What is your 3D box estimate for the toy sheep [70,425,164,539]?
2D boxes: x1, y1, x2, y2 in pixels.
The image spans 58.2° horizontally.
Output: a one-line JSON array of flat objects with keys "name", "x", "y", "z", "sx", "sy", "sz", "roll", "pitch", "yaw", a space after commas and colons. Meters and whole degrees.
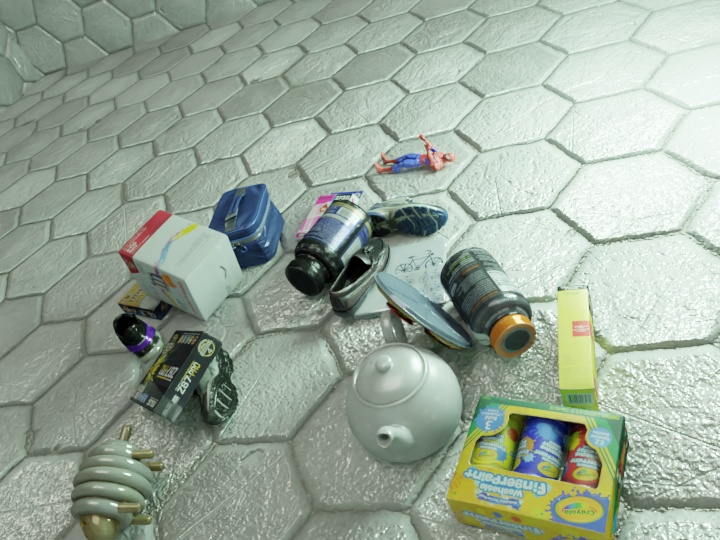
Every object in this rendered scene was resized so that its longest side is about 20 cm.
[{"name": "toy sheep", "x": -0.403, "y": 0.350, "z": 1.066, "sx": 0.137, "sy": 0.138, "sz": 0.201, "roll": -13, "pitch": 44, "yaw": 15}]

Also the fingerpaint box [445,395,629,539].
[{"name": "fingerpaint box", "x": 0.235, "y": 0.263, "z": 0.853, "sx": 0.199, "sy": 0.074, "sz": 0.167, "roll": 3, "pitch": 46, "yaw": 31}]

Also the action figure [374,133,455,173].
[{"name": "action figure", "x": 0.124, "y": -0.280, "z": 1.526, "sx": 0.199, "sy": 0.099, "sz": 0.065, "roll": 4, "pitch": 48, "yaw": 29}]

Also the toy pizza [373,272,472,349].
[{"name": "toy pizza", "x": 0.099, "y": 0.072, "z": 1.073, "sx": 0.032, "sy": 0.200, "sz": 0.200, "roll": -54, "pitch": 38, "yaw": 10}]

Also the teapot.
[{"name": "teapot", "x": 0.056, "y": 0.179, "z": 0.992, "sx": 0.197, "sy": 0.146, "sz": 0.200, "roll": -41, "pitch": 40, "yaw": -20}]

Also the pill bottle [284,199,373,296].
[{"name": "pill bottle", "x": -0.066, "y": -0.046, "z": 1.345, "sx": 0.111, "sy": 0.112, "sz": 0.200, "roll": 11, "pitch": 50, "yaw": 37}]

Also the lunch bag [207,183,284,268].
[{"name": "lunch bag", "x": -0.273, "y": -0.106, "z": 1.512, "sx": 0.135, "sy": 0.133, "sz": 0.200, "roll": -13, "pitch": 39, "yaw": 15}]

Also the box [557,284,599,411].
[{"name": "box", "x": 0.326, "y": 0.117, "z": 0.972, "sx": 0.050, "sy": 0.075, "sz": 0.200, "roll": -6, "pitch": 41, "yaw": 22}]

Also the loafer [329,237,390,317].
[{"name": "loafer", "x": 0.000, "y": 0.000, "z": 1.263, "sx": 0.072, "sy": 0.063, "sz": 0.200, "roll": 5, "pitch": 48, "yaw": 34}]

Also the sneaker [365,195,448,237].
[{"name": "sneaker", "x": 0.097, "y": -0.127, "z": 1.380, "sx": 0.199, "sy": 0.077, "sz": 0.085, "roll": 1, "pitch": 41, "yaw": 30}]

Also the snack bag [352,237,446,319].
[{"name": "snack bag", "x": 0.083, "y": 0.009, "z": 1.273, "sx": 0.188, "sy": 0.021, "sz": 0.200, "roll": -10, "pitch": 41, "yaw": 20}]

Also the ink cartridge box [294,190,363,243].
[{"name": "ink cartridge box", "x": -0.071, "y": -0.131, "z": 1.510, "sx": 0.094, "sy": 0.037, "sz": 0.200, "roll": 0, "pitch": 43, "yaw": 29}]

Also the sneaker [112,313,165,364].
[{"name": "sneaker", "x": -0.470, "y": 0.127, "z": 1.347, "sx": 0.070, "sy": 0.100, "sz": 0.200, "roll": -48, "pitch": 21, "yaw": -19}]

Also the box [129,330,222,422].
[{"name": "box", "x": -0.344, "y": 0.189, "z": 1.201, "sx": 0.200, "sy": 0.049, "sz": 0.162, "roll": -6, "pitch": 51, "yaw": 60}]

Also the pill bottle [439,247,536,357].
[{"name": "pill bottle", "x": 0.215, "y": 0.055, "z": 1.078, "sx": 0.106, "sy": 0.106, "sz": 0.200, "roll": -25, "pitch": 38, "yaw": 0}]

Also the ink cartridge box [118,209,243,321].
[{"name": "ink cartridge box", "x": -0.389, "y": -0.013, "z": 1.425, "sx": 0.199, "sy": 0.146, "sz": 0.145, "roll": 20, "pitch": 56, "yaw": 25}]

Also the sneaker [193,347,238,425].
[{"name": "sneaker", "x": -0.278, "y": 0.218, "z": 1.202, "sx": 0.079, "sy": 0.074, "sz": 0.200, "roll": -33, "pitch": 31, "yaw": 6}]

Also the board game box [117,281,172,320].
[{"name": "board game box", "x": -0.467, "y": 0.025, "z": 1.547, "sx": 0.135, "sy": 0.035, "sz": 0.200, "roll": 7, "pitch": 48, "yaw": 34}]
